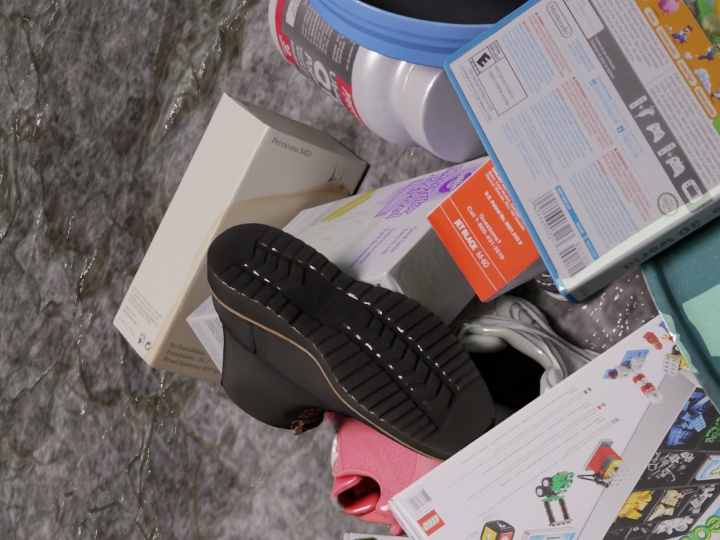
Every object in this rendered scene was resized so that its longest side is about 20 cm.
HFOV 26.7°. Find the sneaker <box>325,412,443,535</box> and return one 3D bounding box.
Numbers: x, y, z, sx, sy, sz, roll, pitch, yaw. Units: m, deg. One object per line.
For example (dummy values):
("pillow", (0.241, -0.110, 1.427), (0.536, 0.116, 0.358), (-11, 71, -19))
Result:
("sneaker", (0.007, 0.112, 0.954), (0.087, 0.074, 0.200), (-36, 19, -15))

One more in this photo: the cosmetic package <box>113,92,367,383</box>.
("cosmetic package", (-0.092, -0.019, 1.142), (0.073, 0.103, 0.200), (41, 109, 47))

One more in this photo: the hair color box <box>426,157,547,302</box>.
("hair color box", (0.139, -0.069, 0.793), (0.064, 0.111, 0.200), (56, 133, 11))

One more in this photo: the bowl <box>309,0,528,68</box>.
("bowl", (0.057, -0.198, 0.981), (0.039, 0.200, 0.201), (96, 155, -43))

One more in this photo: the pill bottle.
("pill bottle", (0.026, -0.152, 1.049), (0.200, 0.111, 0.111), (44, 110, 48))

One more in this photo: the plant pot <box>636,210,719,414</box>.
("plant pot", (0.256, -0.011, 0.679), (0.196, 0.200, 0.200), (-37, 50, 25))

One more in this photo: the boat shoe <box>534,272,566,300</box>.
("boat shoe", (0.142, -0.081, 0.927), (0.074, 0.060, 0.200), (28, 97, 50))

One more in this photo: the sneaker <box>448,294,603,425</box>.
("sneaker", (0.078, 0.051, 0.919), (0.200, 0.099, 0.078), (21, 92, 51))

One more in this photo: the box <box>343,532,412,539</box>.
("box", (0.085, 0.200, 0.791), (0.200, 0.035, 0.110), (3, 55, 6))

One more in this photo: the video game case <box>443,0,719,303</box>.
("video game case", (0.146, -0.095, 0.669), (0.200, 0.018, 0.143), (-34, 57, 16))

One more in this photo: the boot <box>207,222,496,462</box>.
("boot", (-0.008, 0.072, 0.911), (0.200, 0.077, 0.138), (40, 147, 26))

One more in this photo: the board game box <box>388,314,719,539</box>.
("board game box", (0.131, 0.114, 0.786), (0.200, 0.035, 0.126), (-33, 54, -10))

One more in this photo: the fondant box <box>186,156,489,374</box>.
("fondant box", (0.000, 0.000, 1.001), (0.200, 0.058, 0.144), (-12, 25, 45))
